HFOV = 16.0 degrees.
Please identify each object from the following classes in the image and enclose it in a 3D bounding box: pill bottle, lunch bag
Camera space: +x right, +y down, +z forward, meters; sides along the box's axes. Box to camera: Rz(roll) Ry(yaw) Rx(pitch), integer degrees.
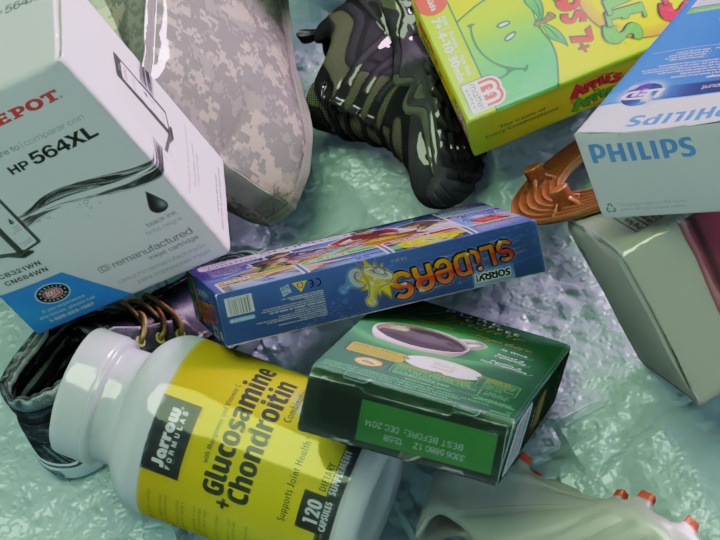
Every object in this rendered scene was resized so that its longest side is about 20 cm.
[{"bbox_3d":[-0.079,0.105,1.537,0.200,0.112,0.112,19,62,12],"label":"pill bottle"},{"bbox_3d":[-0.122,-0.131,1.697,0.118,0.164,0.200,-34,43,22],"label":"lunch bag"}]

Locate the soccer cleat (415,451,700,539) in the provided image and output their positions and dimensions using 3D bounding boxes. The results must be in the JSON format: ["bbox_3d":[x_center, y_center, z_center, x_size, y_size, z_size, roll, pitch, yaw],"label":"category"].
[{"bbox_3d":[0.122,0.160,1.491,0.200,0.069,0.078,18,68,36],"label":"soccer cleat"}]

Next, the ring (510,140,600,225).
[{"bbox_3d":[0.181,-0.086,1.600,0.200,0.019,0.200,-28,14,8],"label":"ring"}]

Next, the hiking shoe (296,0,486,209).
[{"bbox_3d":[0.017,-0.106,1.721,0.101,0.076,0.200,-30,47,17],"label":"hiking shoe"}]

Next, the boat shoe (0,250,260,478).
[{"bbox_3d":[-0.138,0.043,1.641,0.200,0.091,0.071,-42,54,-14],"label":"boat shoe"}]

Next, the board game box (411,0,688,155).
[{"bbox_3d":[0.145,-0.161,1.653,0.200,0.048,0.102,-22,63,-1],"label":"board game box"}]

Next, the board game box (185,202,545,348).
[{"bbox_3d":[0.000,0.000,1.582,0.200,0.035,0.135,-13,9,-9],"label":"board game box"}]

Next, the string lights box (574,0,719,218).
[{"bbox_3d":[0.215,-0.108,1.482,0.103,0.059,0.200,-3,31,36],"label":"string lights box"}]

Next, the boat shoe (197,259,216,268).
[{"bbox_3d":[-0.175,-0.035,1.691,0.064,0.071,0.200,-27,25,-37],"label":"boat shoe"}]

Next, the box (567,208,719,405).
[{"bbox_3d":[0.243,-0.025,1.523,0.200,0.109,0.128,-30,14,-3],"label":"box"}]

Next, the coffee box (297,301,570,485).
[{"bbox_3d":[0.047,0.067,1.499,0.123,0.200,0.044,15,104,9],"label":"coffee box"}]

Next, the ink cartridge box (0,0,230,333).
[{"bbox_3d":[-0.190,-0.069,1.541,0.146,0.200,0.084,-23,48,17],"label":"ink cartridge box"}]
